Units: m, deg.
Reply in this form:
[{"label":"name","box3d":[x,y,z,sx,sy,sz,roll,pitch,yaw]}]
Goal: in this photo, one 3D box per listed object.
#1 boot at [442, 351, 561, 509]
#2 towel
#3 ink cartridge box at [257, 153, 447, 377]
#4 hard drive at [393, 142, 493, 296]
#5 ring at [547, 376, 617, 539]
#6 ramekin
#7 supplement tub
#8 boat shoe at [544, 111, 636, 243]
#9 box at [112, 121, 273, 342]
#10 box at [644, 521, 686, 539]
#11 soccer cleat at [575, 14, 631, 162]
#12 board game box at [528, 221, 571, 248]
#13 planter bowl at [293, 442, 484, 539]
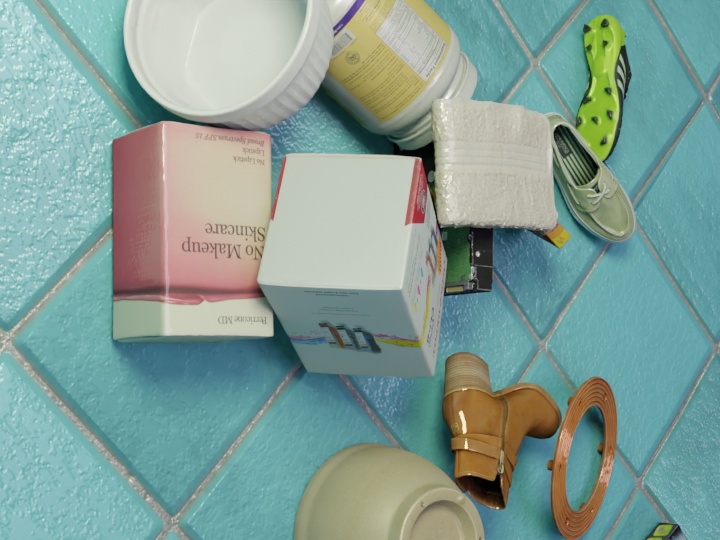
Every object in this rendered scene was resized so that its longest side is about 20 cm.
[{"label":"boot","box3d":[0.166,0.197,1.433,0.200,0.076,0.157,37,40,-41]},{"label":"towel","box3d":[0.146,-0.109,1.338,0.199,0.034,0.135,-1,87,-47]},{"label":"ink cartridge box","box3d":[0.000,0.000,1.256,0.201,0.143,0.147,68,27,-59]},{"label":"hard drive","box3d":[0.091,-0.072,1.403,0.037,0.139,0.203,6,81,-36]},{"label":"ring","box3d":[0.272,0.230,1.551,0.200,0.019,0.203,-19,113,-55]},{"label":"ramekin","box3d":[-0.119,-0.231,1.224,0.105,0.197,0.203,29,65,-67]},{"label":"supplement tub","box3d":[0.017,-0.240,1.359,0.200,0.145,0.147,39,64,-28]},{"label":"boat shoe","box3d":[0.284,-0.111,1.591,0.072,0.062,0.200,-39,106,5]},{"label":"box","box3d":[-0.163,-0.033,1.222,0.127,0.108,0.203,2,84,-38]},{"label":"box","box3d":[0.369,0.433,1.633,0.199,0.035,0.111,-38,108,-34]},{"label":"soccer cleat","box3d":[0.325,-0.234,1.650,0.081,0.067,0.203,16,75,-49]},{"label":"board game box","box3d":[0.164,-0.108,1.491,0.030,0.096,0.200,-45,116,-2]},{"label":"planter bowl","box3d":[0.047,0.286,1.336,0.198,0.134,0.203,5,82,-37]}]
